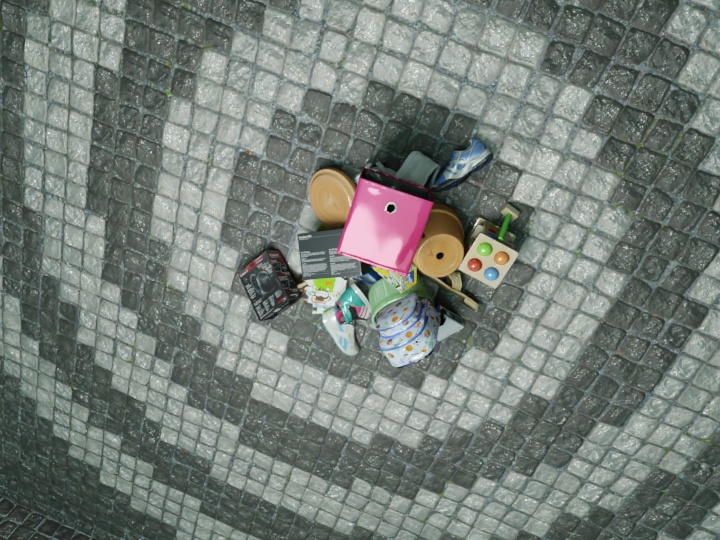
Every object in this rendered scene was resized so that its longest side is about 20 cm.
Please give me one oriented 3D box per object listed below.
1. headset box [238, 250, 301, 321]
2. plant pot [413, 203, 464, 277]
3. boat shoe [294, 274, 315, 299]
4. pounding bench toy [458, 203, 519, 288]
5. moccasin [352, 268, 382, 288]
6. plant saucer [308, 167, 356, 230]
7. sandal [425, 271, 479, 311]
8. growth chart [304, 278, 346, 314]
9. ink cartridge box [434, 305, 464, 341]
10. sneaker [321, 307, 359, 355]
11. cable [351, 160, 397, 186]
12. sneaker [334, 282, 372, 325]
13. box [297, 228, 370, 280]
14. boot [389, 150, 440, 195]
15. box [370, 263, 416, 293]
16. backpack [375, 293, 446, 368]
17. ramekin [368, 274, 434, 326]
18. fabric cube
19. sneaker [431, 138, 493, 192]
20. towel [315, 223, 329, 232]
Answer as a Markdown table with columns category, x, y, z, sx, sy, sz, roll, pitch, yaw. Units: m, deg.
| category | x | y | z | sx | sy | sz | roll | pitch | yaw |
| --- | --- | --- | --- | --- | --- | --- | --- | --- | --- |
| headset box | -0.303 | 0.041 | 1.753 | 0.148 | 0.077 | 0.201 | -36 | 73 | 27 |
| plant pot | 0.215 | -0.074 | 1.546 | 0.198 | 0.140 | 0.202 | -4 | 122 | -6 |
| boat shoe | -0.184 | 0.059 | 1.779 | 0.199 | 0.072 | 0.072 | -35 | 114 | 26 |
| pounding bench toy | 0.382 | -0.080 | 1.523 | 0.123 | 0.156 | 0.201 | 27 | 117 | -1 |
| moccasin | 0.000 | 0.000 | 1.708 | 0.199 | 0.080 | 0.068 | 39 | 123 | 10 |
| plant saucer | -0.082 | -0.206 | 1.602 | 0.199 | 0.032 | 0.202 | 23 | 129 | 31 |
| sandal | 0.295 | 0.039 | 1.664 | 0.211 | 0.078 | 0.070 | 36 | 86 | -12 |
| growth chart | -0.109 | 0.075 | 1.744 | 0.143 | 0.018 | 0.201 | -3 | 132 | -4 |
| ink cartridge box | 0.198 | 0.183 | 1.692 | 0.197 | 0.044 | 0.199 | -33 | 143 | 24 |
| sneaker | -0.049 | 0.207 | 1.794 | 0.080 | 0.077 | 0.201 | -25 | 122 | 12 |
| cable | 0.053 | -0.208 | 1.596 | 0.200 | 0.069 | 0.200 | 43 | 117 | -8 |
| sneaker | -0.018 | 0.138 | 1.715 | 0.120 | 0.084 | 0.201 | -37 | 133 | -3 |
| box | -0.079 | -0.051 | 1.587 | 0.198 | 0.079 | 0.143 | -4 | 96 | 24 |
| boot | 0.137 | -0.228 | 1.483 | 0.095 | 0.073 | 0.201 | 35 | 97 | 25 |
| box | 0.080 | -0.025 | 1.585 | 0.200 | 0.064 | 0.071 | 41 | 150 | 38 |
| backpack | 0.133 | 0.172 | 1.502 | 0.199 | 0.191 | 0.154 | -33 | 115 | 24 |
| ramekin | 0.119 | 0.091 | 1.651 | 0.198 | 0.098 | 0.201 | -11 | 148 | -7 |
| fabric cube | 0.064 | -0.132 | 1.389 | 0.194 | 0.200 | 0.201 | 19 | 108 | -1 |
| sneaker | 0.276 | -0.292 | 1.512 | 0.199 | 0.076 | 0.078 | -34 | 81 | 24 |
| towel | -0.060 | -0.067 | 1.667 | 0.199 | 0.086 | 0.018 | 34 | 150 | 6 |
